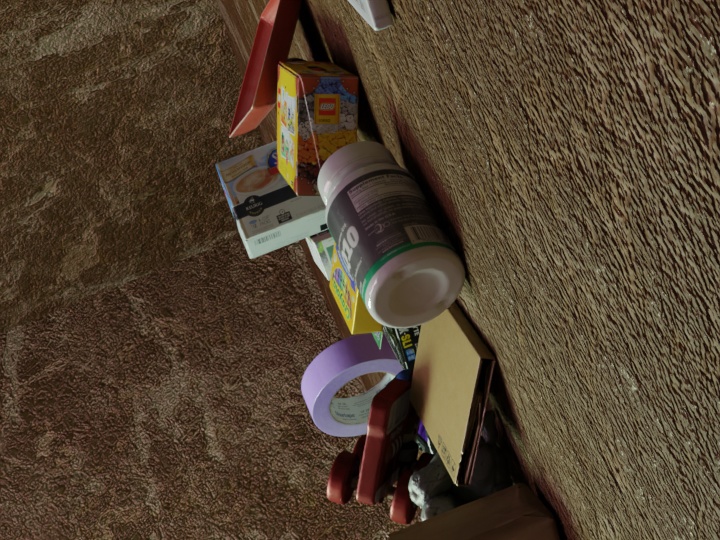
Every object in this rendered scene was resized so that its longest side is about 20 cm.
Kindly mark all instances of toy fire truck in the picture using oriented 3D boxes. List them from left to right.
[{"bbox_3d":[0.042,0.217,1.680,0.200,0.112,0.169,-25,-51,-69],"label":"toy fire truck"}]

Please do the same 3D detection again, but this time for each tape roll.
[{"bbox_3d":[0.000,0.202,2.304,0.201,0.199,0.066,73,172,-48],"label":"tape roll"}]

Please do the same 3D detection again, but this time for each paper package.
[{"bbox_3d":[0.146,0.368,1.482,0.104,0.190,0.201,-119,9,-69],"label":"paper package"}]

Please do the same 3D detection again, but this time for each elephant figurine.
[{"bbox_3d":[0.120,0.284,1.625,0.200,0.155,0.142,86,158,-73],"label":"elephant figurine"}]

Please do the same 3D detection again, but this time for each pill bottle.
[{"bbox_3d":[0.028,-0.044,1.434,0.113,0.113,0.200,73,173,-48],"label":"pill bottle"}]

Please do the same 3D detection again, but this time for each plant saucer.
[{"bbox_3d":[-0.134,-0.299,1.885,0.200,0.037,0.201,155,129,-74],"label":"plant saucer"}]

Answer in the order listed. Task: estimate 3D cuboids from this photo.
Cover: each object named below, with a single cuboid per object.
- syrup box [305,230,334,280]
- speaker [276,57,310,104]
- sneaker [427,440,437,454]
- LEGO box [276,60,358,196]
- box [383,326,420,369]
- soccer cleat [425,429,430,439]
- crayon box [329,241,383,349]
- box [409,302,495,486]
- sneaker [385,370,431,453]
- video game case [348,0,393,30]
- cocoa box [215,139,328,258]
[{"bbox_3d":[-0.052,-0.047,2.490,0.200,0.078,0.082,-132,21,-76],"label":"syrup box"},{"bbox_3d":[-0.085,-0.263,1.900,0.200,0.081,0.082,-129,18,-75],"label":"speaker"},{"bbox_3d":[0.151,0.302,1.914,0.079,0.074,0.201,-73,-32,-83],"label":"sneaker"},{"bbox_3d":[-0.058,-0.187,1.694,0.200,0.077,0.150,-127,37,-72],"label":"LEGO box"},{"bbox_3d":[0.054,0.060,1.982,0.200,0.049,0.160,-118,11,-54],"label":"box"},{"bbox_3d":[0.119,0.183,1.776,0.200,0.068,0.074,84,180,-72],"label":"soccer cleat"},{"bbox_3d":[0.000,0.000,1.892,0.126,0.051,0.201,-118,28,-52],"label":"crayon box"},{"bbox_3d":[0.103,0.127,1.526,0.200,0.021,0.164,-119,34,-63],"label":"box"},{"bbox_3d":[0.097,0.246,2.009,0.070,0.099,0.201,96,152,-84],"label":"sneaker"},{"bbox_3d":[-0.027,-0.343,1.259,0.200,0.023,0.183,-118,8,-59],"label":"video game case"},{"bbox_3d":[-0.103,-0.124,2.003,0.133,0.199,0.132,91,157,-79],"label":"cocoa box"}]
